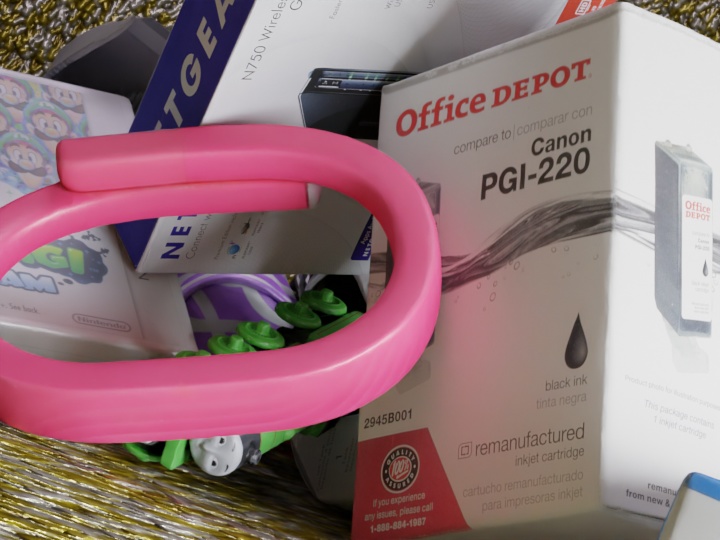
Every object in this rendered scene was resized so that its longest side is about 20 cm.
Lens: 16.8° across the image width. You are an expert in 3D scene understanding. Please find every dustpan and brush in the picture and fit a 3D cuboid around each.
[{"bbox_3d":[-0.138,-0.057,1.234,0.199,0.058,0.139,-6,-34,44],"label":"dustpan and brush"}]

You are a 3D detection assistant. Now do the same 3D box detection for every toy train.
[{"bbox_3d":[-0.037,0.049,1.037,0.056,0.042,0.200,26,19,15],"label":"toy train"}]

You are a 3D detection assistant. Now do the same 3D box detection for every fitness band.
[{"bbox_3d":[-0.067,0.005,0.953,0.198,0.144,0.038,-5,-44,1],"label":"fitness band"}]

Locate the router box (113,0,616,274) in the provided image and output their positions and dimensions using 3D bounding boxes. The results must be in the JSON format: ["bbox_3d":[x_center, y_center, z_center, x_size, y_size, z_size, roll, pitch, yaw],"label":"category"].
[{"bbox_3d":[0.004,-0.086,1.050,0.178,0.201,0.049,0,43,-33],"label":"router box"}]

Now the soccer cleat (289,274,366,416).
[{"bbox_3d":[0.014,0.034,1.267,0.069,0.073,0.200,60,2,-22],"label":"soccer cleat"}]

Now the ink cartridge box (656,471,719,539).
[{"bbox_3d":[0.194,0.142,0.864,0.145,0.085,0.200,21,1,28],"label":"ink cartridge box"}]

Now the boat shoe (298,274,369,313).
[{"bbox_3d":[0.000,0.000,1.197,0.066,0.074,0.200,-17,27,-18],"label":"boat shoe"}]

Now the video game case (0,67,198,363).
[{"bbox_3d":[-0.177,-0.034,1.047,0.199,0.024,0.183,11,37,-27],"label":"video game case"}]

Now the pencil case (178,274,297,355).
[{"bbox_3d":[-0.072,0.017,1.268,0.085,0.084,0.200,41,9,-15],"label":"pencil case"}]

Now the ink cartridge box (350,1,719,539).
[{"bbox_3d":[0.076,0.012,0.967,0.084,0.202,0.145,20,-24,-38],"label":"ink cartridge box"}]

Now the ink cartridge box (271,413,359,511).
[{"bbox_3d":[0.043,0.113,1.138,0.162,0.058,0.200,21,-20,-24],"label":"ink cartridge box"}]
